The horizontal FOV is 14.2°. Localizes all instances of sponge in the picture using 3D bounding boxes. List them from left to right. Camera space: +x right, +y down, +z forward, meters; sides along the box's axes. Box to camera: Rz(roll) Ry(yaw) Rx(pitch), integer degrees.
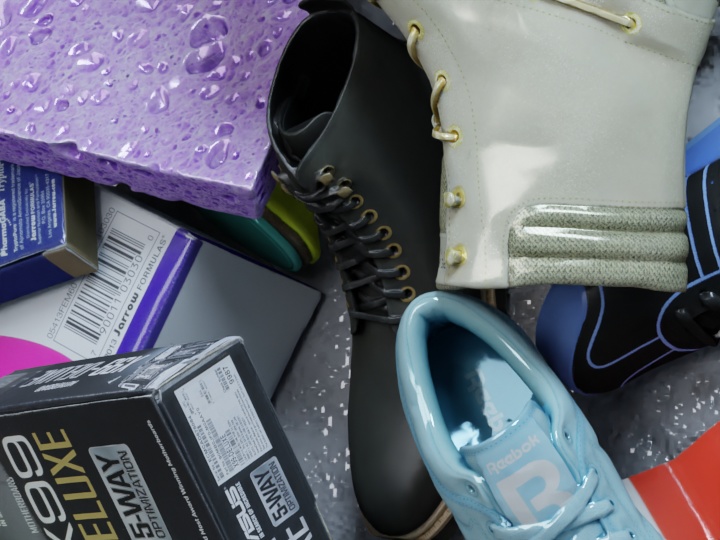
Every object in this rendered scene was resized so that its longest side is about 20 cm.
[{"bbox_3d":[-0.115,-0.094,1.184,0.199,0.030,0.112,14,66,16],"label":"sponge"}]

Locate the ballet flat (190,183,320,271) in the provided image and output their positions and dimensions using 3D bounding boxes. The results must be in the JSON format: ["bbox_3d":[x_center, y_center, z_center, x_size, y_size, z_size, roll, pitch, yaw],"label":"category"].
[{"bbox_3d":[-0.078,-0.065,1.278,0.200,0.067,0.067,27,70,39],"label":"ballet flat"}]

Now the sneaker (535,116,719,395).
[{"bbox_3d":[0.153,-0.012,1.092,0.200,0.070,0.078,-45,51,15],"label":"sneaker"}]

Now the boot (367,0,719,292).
[{"bbox_3d":[0.031,-0.070,1.065,0.199,0.072,0.156,7,96,14],"label":"boot"}]

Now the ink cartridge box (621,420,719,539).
[{"bbox_3d":[0.118,0.150,1.080,0.200,0.050,0.163,-43,56,21],"label":"ink cartridge box"}]

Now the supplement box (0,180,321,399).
[{"bbox_3d":[-0.133,0.008,1.265,0.199,0.103,0.102,27,91,36],"label":"supplement box"}]

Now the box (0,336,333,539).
[{"bbox_3d":[-0.067,0.128,1.121,0.157,0.050,0.201,-9,110,50],"label":"box"}]

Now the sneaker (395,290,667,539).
[{"bbox_3d":[0.066,0.092,1.063,0.074,0.082,0.200,-38,64,4],"label":"sneaker"}]

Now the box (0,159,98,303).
[{"bbox_3d":[-0.203,-0.029,1.237,0.199,0.032,0.122,-18,61,23],"label":"box"}]

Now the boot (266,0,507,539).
[{"bbox_3d":[0.000,0.000,1.152,0.077,0.138,0.201,-2,75,34],"label":"boot"}]
